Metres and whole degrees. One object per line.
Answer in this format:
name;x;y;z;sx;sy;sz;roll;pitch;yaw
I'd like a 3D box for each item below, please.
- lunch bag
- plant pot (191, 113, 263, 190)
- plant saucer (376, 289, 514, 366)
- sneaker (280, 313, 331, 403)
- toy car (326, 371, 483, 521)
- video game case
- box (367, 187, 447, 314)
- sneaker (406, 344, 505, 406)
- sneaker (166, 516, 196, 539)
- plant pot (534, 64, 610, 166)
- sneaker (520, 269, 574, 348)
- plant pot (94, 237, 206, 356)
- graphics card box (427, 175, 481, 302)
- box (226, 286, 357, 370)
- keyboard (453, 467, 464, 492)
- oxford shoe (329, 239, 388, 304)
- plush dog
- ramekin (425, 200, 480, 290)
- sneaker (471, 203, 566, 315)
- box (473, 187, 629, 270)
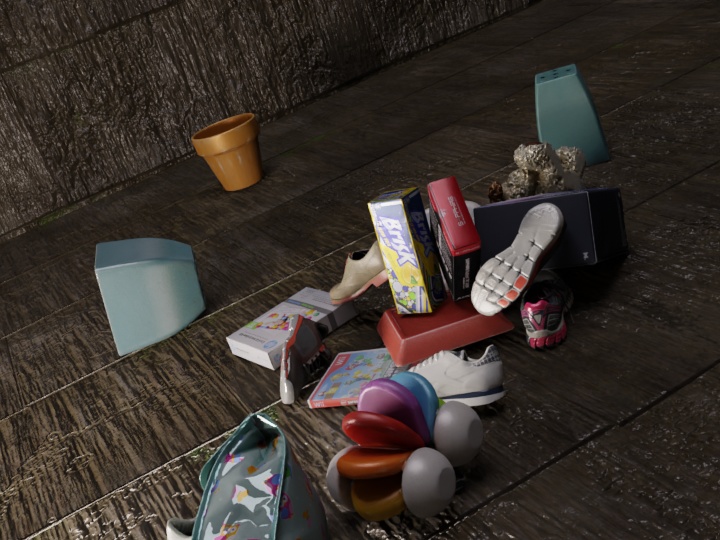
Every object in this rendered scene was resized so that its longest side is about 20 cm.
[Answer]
lunch bag;-0.106;0.287;1.123;0.122;0.171;0.200;-14;40;15
plant pot;-0.377;-0.345;2.891;0.200;0.184;0.200;-18;21;7
plant saucer;0.132;0.081;1.609;0.199;0.037;0.200;-19;17;-4
sneaker;-0.089;0.145;1.634;0.082;0.077;0.200;8;39;0
toy car;0.042;0.209;1.221;0.175;0.150;0.200;-8;29;39
video game case;0.029;0.167;1.552;0.199;0.017;0.143;-9;25;26
box;0.079;-0.032;1.605;0.070;0.201;0.064;-5;20;34
sneaker;0.109;0.155;1.400;0.199;0.081;0.076;-8;3;17
sneaker;-0.155;0.327;1.242;0.199;0.089;0.074;-18;20;2
plant pot;0.452;-0.338;2.134;0.141;0.201;0.141;-14;23;16
sneaker;0.294;0.043;1.537;0.080;0.075;0.200;-14;22;15
plant pot;-0.437;0.034;2.050;0.199;0.196;0.196;-15;21;-9
graphics card box;0.150;-0.046;1.549;0.051;0.200;0.126;-17;63;-4
box;-0.129;0.104;1.807;0.200;0.041;0.156;-33;25;-27
keyboard;0.098;0.243;1.310;0.127;0.021;0.200;-28;23;-4
oxford shoe;0.000;0.000;1.728;0.200;0.075;0.070;-32;7;46
plush dog;0.348;-0.158;1.931;0.171;0.161;0.200;-20;-12;41
ramekin;0.164;-0.051;1.833;0.199;0.105;0.200;-17;22;7
sneaker;0.256;-0.009;1.500;0.077;0.082;0.200;47;107;29
box;0.322;-0.068;1.627;0.199;0.124;0.198;-7;3;30
